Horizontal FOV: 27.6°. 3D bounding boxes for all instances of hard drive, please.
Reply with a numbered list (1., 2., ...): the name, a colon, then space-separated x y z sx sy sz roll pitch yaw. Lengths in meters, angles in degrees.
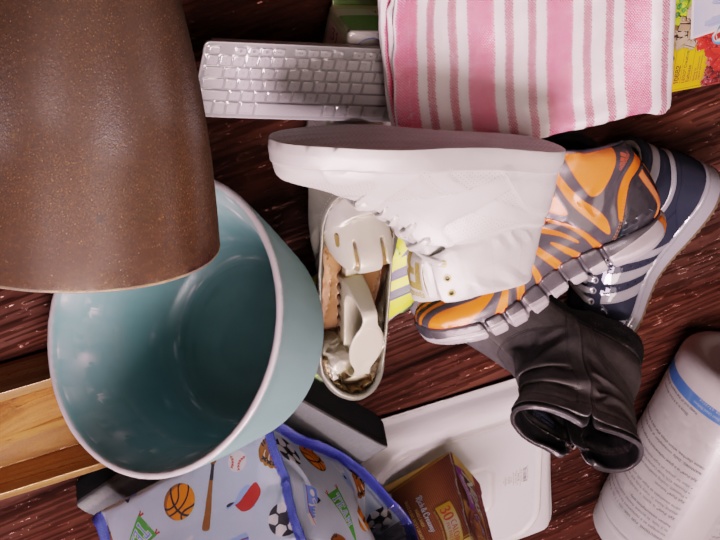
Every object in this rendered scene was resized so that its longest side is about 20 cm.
1. hard drive: -0.099 0.147 1.121 0.200 0.033 0.140 -35 134 25

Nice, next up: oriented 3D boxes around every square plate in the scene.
1. square plate: 0.085 0.190 1.281 0.198 0.028 0.200 -15 130 -15

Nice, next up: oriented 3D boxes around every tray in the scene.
1. tray: -0.284 0.123 1.048 0.200 0.037 0.099 -17 129 -15

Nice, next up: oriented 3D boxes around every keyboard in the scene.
1. keyboard: -0.010 -0.122 0.956 0.200 0.011 0.056 -1 125 -22

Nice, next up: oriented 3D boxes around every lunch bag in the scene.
1. lunch bag: -0.067 0.214 1.092 0.170 0.124 0.200 -27 151 18

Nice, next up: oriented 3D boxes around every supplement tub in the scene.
1. supplement tub: 0.304 0.167 1.302 0.132 0.132 0.200 7 121 -30

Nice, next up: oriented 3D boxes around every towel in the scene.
1. towel: 0.113 -0.144 0.953 0.200 0.030 0.146 -13 129 -6

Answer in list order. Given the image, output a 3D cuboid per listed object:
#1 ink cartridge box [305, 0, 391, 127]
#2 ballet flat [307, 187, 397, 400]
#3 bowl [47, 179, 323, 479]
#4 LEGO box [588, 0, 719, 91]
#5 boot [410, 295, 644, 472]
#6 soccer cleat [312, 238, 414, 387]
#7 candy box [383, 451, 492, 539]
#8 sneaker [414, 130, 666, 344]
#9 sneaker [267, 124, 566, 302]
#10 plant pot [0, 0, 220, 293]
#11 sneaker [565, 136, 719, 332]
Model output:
1. ink cartridge box: 0.050 -0.169 0.986 0.145 0.048 0.200 -3 128 -23
2. ballet flat: 0.000 0.000 1.005 0.067 0.064 0.200 -7 121 -18
3. bowl: -0.103 0.041 0.991 0.201 0.201 0.105 -52 148 16
4. LEGO box: 0.209 -0.226 0.999 0.149 0.077 0.200 -13 128 -18
5. boot: 0.123 0.068 1.098 0.200 0.132 0.070 18 127 1
6. soccer cleat: -0.005 0.011 1.076 0.084 0.065 0.200 13 120 -45
7. candy box: 0.012 0.246 1.199 0.200 0.117 0.056 -29 126 13
8. sneaker: 0.113 -0.034 1.050 0.200 0.078 0.112 -30 116 -3
9. sneaker: 0.032 -0.032 0.941 0.200 0.074 0.116 3 109 -20
10. plant pot: -0.171 -0.112 0.852 0.187 0.187 0.200 -4 111 -23
11. sneaker: 0.189 -0.015 1.150 0.108 0.070 0.200 21 108 -38
